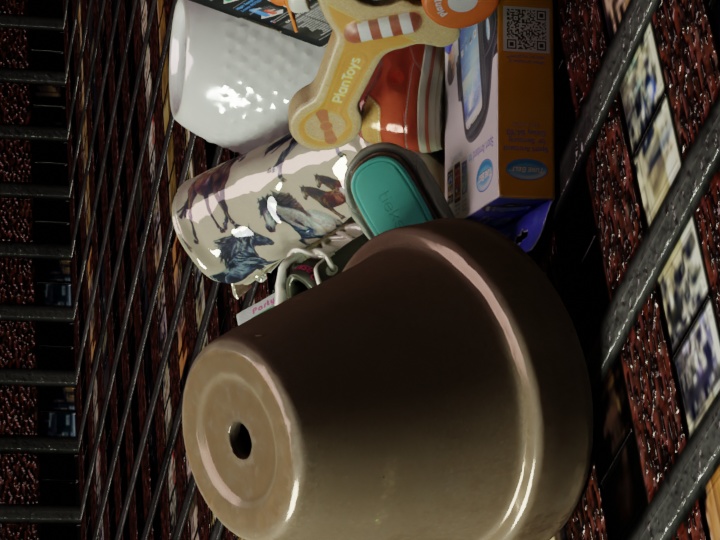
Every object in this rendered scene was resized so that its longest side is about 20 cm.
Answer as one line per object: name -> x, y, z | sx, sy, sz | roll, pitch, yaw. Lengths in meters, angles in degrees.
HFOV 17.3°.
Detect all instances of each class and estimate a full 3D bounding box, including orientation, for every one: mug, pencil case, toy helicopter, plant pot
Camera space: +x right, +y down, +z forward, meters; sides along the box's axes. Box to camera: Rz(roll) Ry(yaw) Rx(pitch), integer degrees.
mug -> -0.050, -0.138, 1.716 | 0.200, 0.175, 0.148 | 123, 147, -66
pencil case -> -0.031, -0.054, 1.627 | 0.200, 0.090, 0.078 | -22, 22, 34
toy helicopter -> -0.007, -0.147, 1.424 | 0.200, 0.132, 0.079 | 116, 153, -44
plant pot -> 0.002, 0.082, 1.317 | 0.200, 0.174, 0.201 | 18, 113, 49

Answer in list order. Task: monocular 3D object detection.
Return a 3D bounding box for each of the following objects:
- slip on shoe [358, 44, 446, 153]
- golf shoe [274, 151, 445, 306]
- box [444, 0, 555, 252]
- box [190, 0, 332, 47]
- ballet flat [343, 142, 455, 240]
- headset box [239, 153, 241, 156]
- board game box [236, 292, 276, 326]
slip on shoe -> 0.030, -0.148, 1.563 | 0.200, 0.061, 0.074 | -82, -10, -50
golf shoe -> 0.000, 0.000, 1.483 | 0.077, 0.088, 0.200 | 2, 61, 44
box -> 0.083, -0.107, 1.438 | 0.119, 0.041, 0.200 | 144, 129, -74
box -> -0.039, -0.223, 1.489 | 0.200, 0.198, 0.050 | -28, 56, 43
ballet flat -> 0.054, 0.012, 1.441 | 0.200, 0.067, 0.064 | 65, -165, 5
headset box -> -0.055, -0.150, 1.958 | 0.200, 0.075, 0.149 | -106, 22, -53
board game box -> 0.003, 0.082, 1.532 | 0.147, 0.064, 0.200 | -30, 46, 22
